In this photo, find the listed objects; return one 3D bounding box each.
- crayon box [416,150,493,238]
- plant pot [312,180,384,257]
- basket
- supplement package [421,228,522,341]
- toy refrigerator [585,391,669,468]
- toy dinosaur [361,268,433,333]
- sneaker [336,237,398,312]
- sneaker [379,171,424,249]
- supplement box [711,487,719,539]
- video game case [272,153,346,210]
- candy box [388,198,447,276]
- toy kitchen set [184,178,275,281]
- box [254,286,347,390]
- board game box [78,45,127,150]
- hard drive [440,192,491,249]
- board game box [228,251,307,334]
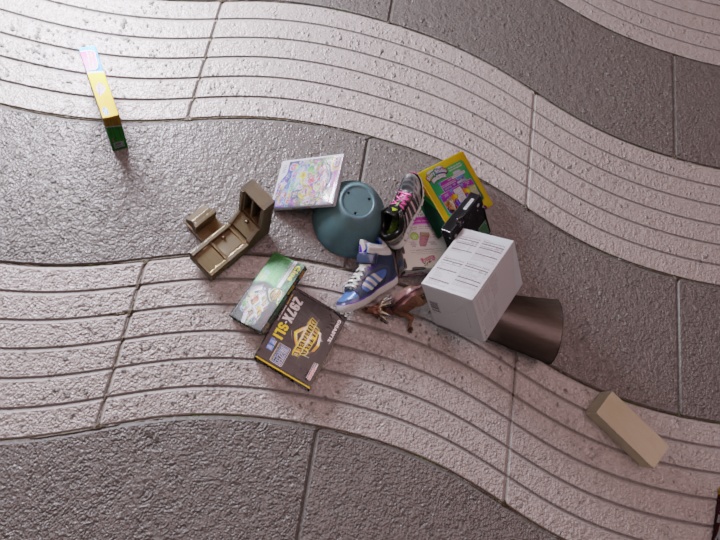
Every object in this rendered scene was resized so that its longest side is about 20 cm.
[{"bbox_3d":[0.242,-0.207,1.641,0.199,0.058,0.174,-29,87,-35],"label":"crayon box"},{"bbox_3d":[-0.019,-0.151,1.578,0.196,0.135,0.204,3,72,-11],"label":"plant pot"},{"bbox_3d":[0.405,0.134,1.584,0.196,0.137,0.183,15,56,-3],"label":"basket"},{"bbox_3d":[0.275,0.032,1.487,0.149,0.153,0.201,18,56,38],"label":"supplement package"},{"bbox_3d":[0.692,0.414,1.589,0.200,0.070,0.076,43,76,4],"label":"toy refrigerator"},{"bbox_3d":[0.109,0.076,1.527,0.134,0.200,0.087,21,32,-45],"label":"toy dinosaur"},{"bbox_3d":[0.000,0.000,1.537,0.198,0.080,0.149,-28,107,-28],"label":"sneaker"},{"bbox_3d":[0.101,-0.156,1.548,0.073,0.087,0.203,22,95,30],"label":"sneaker"},{"bbox_3d":[1.019,0.685,1.537,0.194,0.133,0.203,24,69,-4],"label":"supplement box"},{"bbox_3d":[-0.136,-0.226,1.573,0.197,0.018,0.146,-1,67,31],"label":"video game case"},{"bbox_3d":[0.157,-0.091,1.636,0.134,0.061,0.204,-3,72,-16],"label":"candy box"},{"bbox_3d":[-0.339,-0.124,1.473,0.163,0.181,0.200,44,65,5],"label":"toy kitchen set"},{"bbox_3d":[-0.145,0.166,1.495,0.158,0.049,0.202,29,69,0],"label":"box"},{"bbox_3d":[-0.640,-0.427,1.520,0.040,0.153,0.203,-19,78,-18],"label":"board game box"},{"bbox_3d":[0.284,-0.086,1.599,0.038,0.201,0.140,25,67,40],"label":"hard drive"},{"bbox_3d":[-0.226,0.053,1.503,0.104,0.024,0.201,22,67,28],"label":"board game box"}]
